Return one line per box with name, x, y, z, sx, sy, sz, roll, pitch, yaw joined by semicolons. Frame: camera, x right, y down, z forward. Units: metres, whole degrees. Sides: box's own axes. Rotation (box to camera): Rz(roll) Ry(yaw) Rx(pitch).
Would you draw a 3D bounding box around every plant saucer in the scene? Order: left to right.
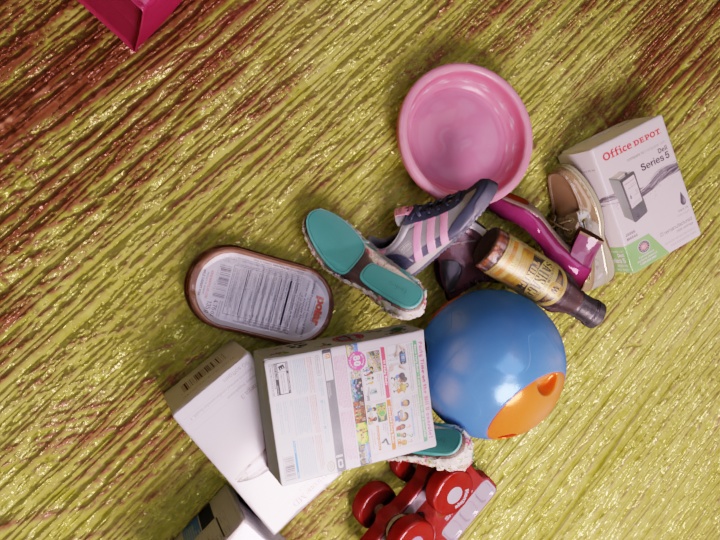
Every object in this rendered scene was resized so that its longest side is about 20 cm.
plant saucer;0.142;-0.186;1.052;0.200;0.051;0.201;1;87;-15

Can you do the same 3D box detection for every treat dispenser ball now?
treat dispenser ball;0.175;0.125;1.010;0.200;0.201;0.202;-1;93;-20

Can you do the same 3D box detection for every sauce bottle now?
sauce bottle;0.249;0.014;1.026;0.199;0.066;0.066;28;83;-13

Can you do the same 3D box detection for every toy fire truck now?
toy fire truck;0.094;0.343;1.050;0.200;0.112;0.168;-49;125;-11

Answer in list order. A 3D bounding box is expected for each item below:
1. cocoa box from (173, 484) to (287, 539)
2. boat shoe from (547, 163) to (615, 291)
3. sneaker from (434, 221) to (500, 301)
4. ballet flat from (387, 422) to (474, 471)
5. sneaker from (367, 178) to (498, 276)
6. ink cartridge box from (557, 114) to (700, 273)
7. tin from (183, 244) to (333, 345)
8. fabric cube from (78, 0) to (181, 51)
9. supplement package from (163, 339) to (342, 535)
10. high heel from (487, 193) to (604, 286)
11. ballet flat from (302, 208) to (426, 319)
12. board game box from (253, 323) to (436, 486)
cocoa box;-0.138;0.399;0.944;0.131;0.133;0.200;-45;106;-12
boat shoe;0.321;-0.060;1.122;0.066;0.074;0.201;-28;102;-22
sneaker;0.178;0.008;1.083;0.200;0.076;0.116;32;92;-13
ballet flat;0.061;0.231;0.996;0.064;0.199;0.076;55;53;-42
sneaker;0.091;-0.066;0.999;0.082;0.070;0.200;44;113;-8
ink cartridge box;0.411;-0.116;1.146;0.145;0.084;0.201;-27;101;-18
tin;-0.130;0.035;0.982;0.199;0.042;0.112;15;92;-20
fabric cube;-0.257;-0.402;0.829;0.200;0.196;0.200;42;81;-18
supplement package;-0.137;0.204;0.944;0.117;0.117;0.200;-40;105;-15
high heel;0.243;-0.044;1.086;0.200;0.067;0.096;29;111;12
ballet flat;0.000;0.000;0.991;0.200;0.064;0.076;41;71;11
board game box;-0.017;0.154;0.893;0.199;0.064;0.148;-8;95;-20
